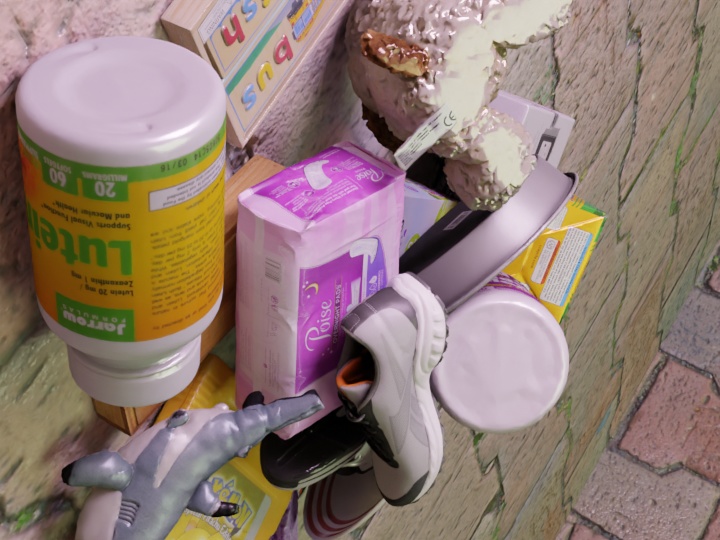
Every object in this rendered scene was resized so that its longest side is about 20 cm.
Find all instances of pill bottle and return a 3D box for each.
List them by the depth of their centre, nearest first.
[{"bbox_3d":[-0.133,-0.020,0.703,0.111,0.110,0.201,-43,149,-43],"label":"pill bottle"},{"bbox_3d":[0.103,0.058,1.021,0.200,0.111,0.113,-102,-145,-81],"label":"pill bottle"}]

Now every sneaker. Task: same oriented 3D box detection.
[{"bbox_3d":[0.016,0.096,0.909,0.079,0.074,0.202,-23,128,-27],"label":"sneaker"},{"bbox_3d":[-0.015,0.150,1.035,0.200,0.075,0.116,-39,145,-47],"label":"sneaker"}]

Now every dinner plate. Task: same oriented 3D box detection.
[{"bbox_3d":[0.015,0.168,1.141,0.200,0.024,0.201,-49,-162,21],"label":"dinner plate"}]

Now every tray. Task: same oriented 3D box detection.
[{"bbox_3d":[-0.118,0.015,0.879,0.200,0.037,0.099,-48,153,-34],"label":"tray"}]

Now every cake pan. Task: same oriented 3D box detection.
[{"bbox_3d":[0.089,-0.025,0.994,0.200,0.037,0.200,-41,-173,6],"label":"cake pan"}]

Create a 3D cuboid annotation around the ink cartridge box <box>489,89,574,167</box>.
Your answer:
[{"bbox_3d":[0.127,-0.138,1.164,0.200,0.115,0.067,-5,117,-66],"label":"ink cartridge box"}]

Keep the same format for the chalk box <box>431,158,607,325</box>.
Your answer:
[{"bbox_3d":[0.134,-0.042,1.217,0.200,0.123,0.125,-125,-125,-69],"label":"chalk box"}]

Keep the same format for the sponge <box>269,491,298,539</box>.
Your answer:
[{"bbox_3d":[-0.077,0.286,1.152,0.201,0.029,0.112,91,4,-45],"label":"sponge"}]

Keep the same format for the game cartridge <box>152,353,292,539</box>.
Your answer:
[{"bbox_3d":[-0.125,0.192,0.972,0.201,0.032,0.177,-62,143,-20],"label":"game cartridge"}]

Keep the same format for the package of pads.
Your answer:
[{"bbox_3d":[-0.033,0.017,0.903,0.120,0.075,0.202,-31,138,-38],"label":"package of pads"}]

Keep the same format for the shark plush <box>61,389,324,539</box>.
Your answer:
[{"bbox_3d":[-0.116,0.146,0.869,0.199,0.084,0.091,-28,164,-16],"label":"shark plush"}]

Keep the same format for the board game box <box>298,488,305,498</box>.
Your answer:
[{"bbox_3d":[-0.058,0.174,1.205,0.201,0.023,0.105,-55,155,-23],"label":"board game box"}]

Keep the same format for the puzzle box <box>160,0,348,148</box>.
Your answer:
[{"bbox_3d":[-0.050,-0.195,0.818,0.201,0.025,0.133,-57,158,-18],"label":"puzzle box"}]

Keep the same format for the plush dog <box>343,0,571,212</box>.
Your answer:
[{"bbox_3d":[0.042,-0.158,0.899,0.159,0.172,0.202,3,106,-26],"label":"plush dog"}]

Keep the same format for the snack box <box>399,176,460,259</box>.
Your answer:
[{"bbox_3d":[0.000,0.000,1.087,0.200,0.067,0.170,-2,116,-64],"label":"snack box"}]
